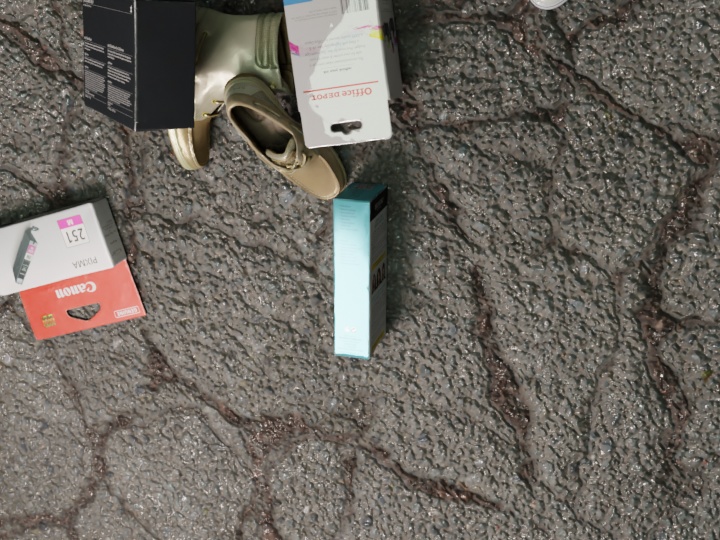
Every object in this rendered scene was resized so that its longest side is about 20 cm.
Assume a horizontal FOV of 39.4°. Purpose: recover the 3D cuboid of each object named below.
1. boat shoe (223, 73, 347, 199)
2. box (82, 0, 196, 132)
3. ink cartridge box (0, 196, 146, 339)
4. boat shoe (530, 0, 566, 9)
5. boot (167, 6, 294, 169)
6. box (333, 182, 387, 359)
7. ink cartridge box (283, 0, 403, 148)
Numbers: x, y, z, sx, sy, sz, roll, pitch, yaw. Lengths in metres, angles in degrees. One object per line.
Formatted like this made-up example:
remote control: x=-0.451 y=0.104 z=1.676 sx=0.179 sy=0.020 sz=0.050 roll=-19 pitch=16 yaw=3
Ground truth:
boat shoe: x=-0.090 y=-0.145 z=1.199 sx=0.072 sy=0.065 sz=0.200 roll=-30 pitch=125 yaw=21
box: x=-0.263 y=-0.251 z=1.179 sx=0.199 sy=0.078 sz=0.144 roll=29 pitch=123 yaw=54
ink cartridge box: x=-0.415 y=0.006 z=1.397 sx=0.197 sy=0.044 sz=0.176 roll=-12 pitch=103 yaw=20
boat shoe: x=0.232 y=-0.367 z=1.049 sx=0.074 sy=0.086 sz=0.203 roll=33 pitch=114 yaw=4
boot: x=-0.157 y=-0.217 z=1.229 sx=0.152 sy=0.072 sz=0.203 roll=6 pitch=110 yaw=12
box: x=0.000 y=0.000 z=1.247 sx=0.048 sy=0.082 sz=0.204 roll=5 pitch=109 yaw=15
ink cartridge box: x=-0.018 y=-0.251 z=1.166 sx=0.113 sy=0.068 sz=0.204 roll=-4 pitch=101 yaw=19
